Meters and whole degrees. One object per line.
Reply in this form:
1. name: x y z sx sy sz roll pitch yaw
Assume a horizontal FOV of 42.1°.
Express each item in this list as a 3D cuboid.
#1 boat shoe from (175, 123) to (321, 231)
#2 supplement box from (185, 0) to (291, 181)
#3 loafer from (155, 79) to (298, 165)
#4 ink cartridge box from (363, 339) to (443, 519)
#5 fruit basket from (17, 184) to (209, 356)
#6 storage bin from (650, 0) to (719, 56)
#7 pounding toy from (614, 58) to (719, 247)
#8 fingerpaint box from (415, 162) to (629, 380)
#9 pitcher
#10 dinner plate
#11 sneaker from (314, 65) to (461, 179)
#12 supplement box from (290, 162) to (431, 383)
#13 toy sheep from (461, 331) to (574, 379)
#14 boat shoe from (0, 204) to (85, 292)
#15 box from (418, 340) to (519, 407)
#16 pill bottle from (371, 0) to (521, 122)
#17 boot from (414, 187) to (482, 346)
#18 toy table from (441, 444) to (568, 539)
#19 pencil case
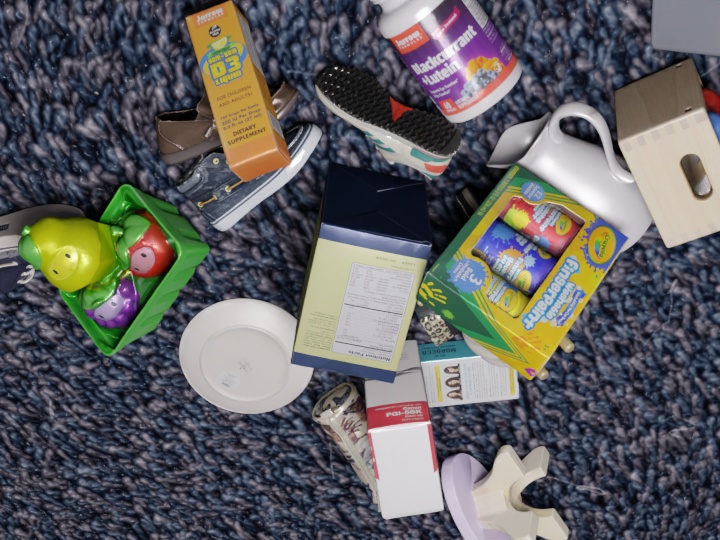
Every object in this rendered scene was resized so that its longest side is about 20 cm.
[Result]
1. boat shoe: -0.146 -0.138 1.203 0.200 0.071 0.091 -39 115 21
2. supplement box: -0.146 -0.213 1.109 0.066 0.069 0.201 -20 76 8
3. loafer: -0.174 -0.196 1.173 0.199 0.073 0.071 -21 115 11
4. ink cartridge box: 0.054 0.206 1.252 0.083 0.200 0.147 -9 117 2
5. fruit basket: -0.328 -0.006 1.206 0.156 0.215 0.216 47 114 20
6. storage bin: 0.410 -0.340 1.064 0.134 0.146 0.201 10 122 27
7. pounding toy: 0.417 -0.141 1.145 0.142 0.184 0.200 -21 116 25
8. fingerpaint box: 0.192 -0.003 1.102 0.167 0.200 0.073 36 153 10
9. pitcher: 0.282 -0.117 1.161 0.200 0.121 0.171 37 154 -13
10. dinner plate: -0.168 0.133 1.374 0.199 0.024 0.201 1 118 2
11. sneaker: 0.026 -0.177 1.180 0.199 0.070 0.093 28 150 4
12. supplement box: 0.000 0.000 1.200 0.134 0.200 0.200 12 117 -4
13. toy sheep: 0.196 0.066 1.197 0.138 0.138 0.200 -38 141 19
14. boat shoe: -0.457 -0.027 1.278 0.199 0.075 0.093 -8 130 8
15. box: 0.127 0.150 1.361 0.199 0.049 0.083 -6 117 4
16. pill bottle: 0.091 -0.283 1.101 0.111 0.112 0.200 -35 112 18
17. boot: 0.131 0.002 1.266 0.153 0.074 0.204 -26 118 8
18. toy table: 0.220 0.347 1.406 0.117 0.184 0.200 -23 125 31
19. pencil case: 0.003 0.260 1.400 0.078 0.090 0.200 -26 113 14
